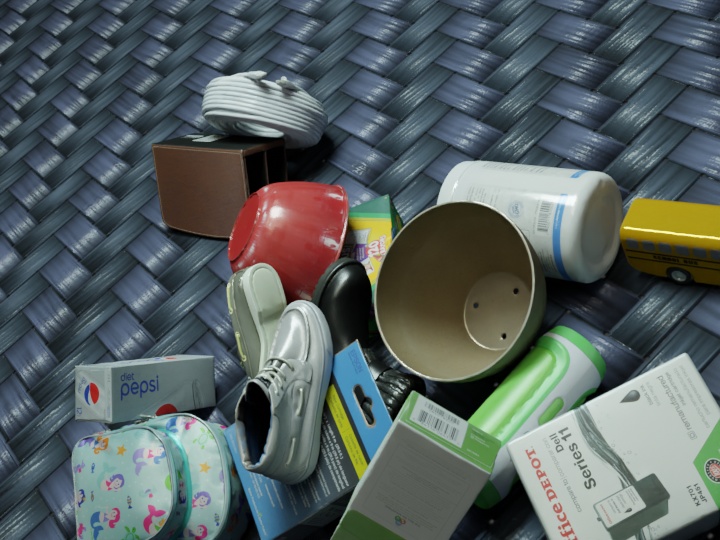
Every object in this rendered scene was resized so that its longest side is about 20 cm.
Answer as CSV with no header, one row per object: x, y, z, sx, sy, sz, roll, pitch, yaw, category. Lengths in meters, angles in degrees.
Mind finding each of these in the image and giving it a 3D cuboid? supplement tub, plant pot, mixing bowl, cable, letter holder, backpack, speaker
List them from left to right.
-0.231,0.257,1.241,0.197,0.151,0.180,-13,69,10,backpack
-0.217,-0.133,1.682,0.198,0.144,0.100,8,21,36,letter holder
-0.147,-0.243,1.666,0.198,0.199,0.070,6,81,42,cable
-0.108,-0.040,1.423,0.200,0.107,0.202,-49,29,39,mixing bowl
0.132,0.036,1.231,0.198,0.134,0.204,-9,73,30,plant pot
0.173,0.155,1.144,0.200,0.089,0.088,-45,42,-16,speaker
0.206,-0.062,1.306,0.198,0.133,0.133,11,55,39,supplement tub

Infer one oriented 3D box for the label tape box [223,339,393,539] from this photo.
-0.042,0.195,1.191,0.199,0.063,0.146,-34,61,16,label tape box

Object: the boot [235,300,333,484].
-0.084,0.121,1.144,0.073,0.095,0.203,-9,70,27,boot

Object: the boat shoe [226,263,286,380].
-0.120,0.096,1.342,0.060,0.205,0.072,-13,-1,43,boat shoe

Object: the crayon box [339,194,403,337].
0.000,0.000,1.428,0.117,0.059,0.202,-19,42,15,crayon box

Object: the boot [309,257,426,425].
0.010,0.102,1.262,0.157,0.079,0.215,15,95,45,boot

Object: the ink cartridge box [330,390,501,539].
0.049,0.231,1.077,0.103,0.202,0.059,29,29,4,ink cartridge box

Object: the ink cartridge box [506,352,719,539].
0.256,0.194,1.020,0.198,0.083,0.148,-28,63,5,ink cartridge box

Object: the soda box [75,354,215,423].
-0.266,0.147,1.346,0.063,0.199,0.070,-1,89,30,soda box

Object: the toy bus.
0.396,-0.028,1.192,0.198,0.079,0.065,10,54,38,toy bus
